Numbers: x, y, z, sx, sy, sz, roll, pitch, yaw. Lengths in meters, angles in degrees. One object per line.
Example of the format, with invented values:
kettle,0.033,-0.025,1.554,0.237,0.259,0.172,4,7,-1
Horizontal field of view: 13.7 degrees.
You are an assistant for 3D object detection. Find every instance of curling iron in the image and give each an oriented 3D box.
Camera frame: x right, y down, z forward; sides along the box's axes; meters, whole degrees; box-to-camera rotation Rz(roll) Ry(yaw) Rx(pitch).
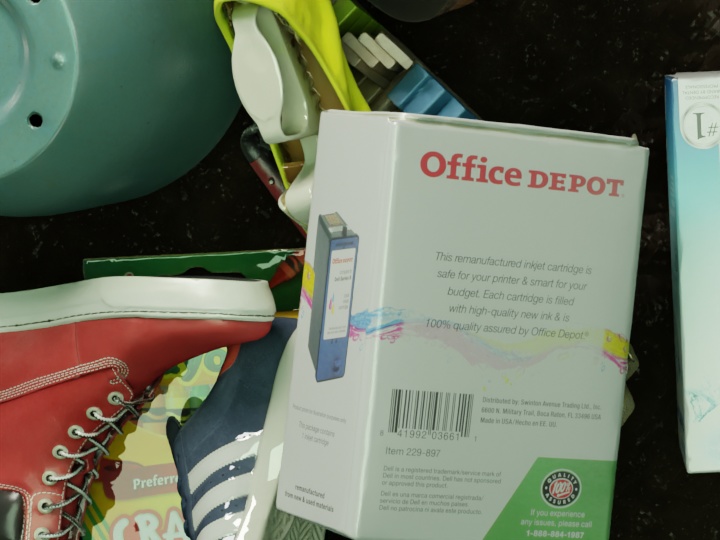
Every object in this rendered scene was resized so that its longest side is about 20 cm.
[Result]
curling iron,0.000,0.000,1.551,0.026,0.050,0.200,-38,100,-36

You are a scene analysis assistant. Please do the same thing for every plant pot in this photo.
plant pot,-0.168,-0.117,1.471,0.200,0.161,0.201,3,102,16

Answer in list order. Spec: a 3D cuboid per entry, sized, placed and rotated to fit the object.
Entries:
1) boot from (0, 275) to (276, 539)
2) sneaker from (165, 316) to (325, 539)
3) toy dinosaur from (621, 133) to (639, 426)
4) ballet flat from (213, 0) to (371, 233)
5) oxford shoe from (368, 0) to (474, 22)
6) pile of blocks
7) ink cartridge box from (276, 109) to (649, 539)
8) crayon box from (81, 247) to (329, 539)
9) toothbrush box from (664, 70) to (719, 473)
boot,-0.124,0.077,1.482,0.200,0.072,0.145,-10,81,31
sneaker,-0.065,0.118,1.490,0.084,0.075,0.200,10,76,32
toy dinosaur,0.099,0.033,1.523,0.200,0.058,0.101,-44,108,5
ballet flat,-0.024,-0.064,1.472,0.067,0.067,0.200,-11,113,28
oxford shoe,-0.011,-0.202,1.527,0.200,0.071,0.071,49,118,14
pile of blocks,0.012,-0.081,1.522,0.200,0.082,0.062,43,96,-1
ink cartridge box,0.050,0.028,1.439,0.145,0.087,0.200,5,94,-28
crayon box,-0.083,0.091,1.559,0.127,0.051,0.200,-4,94,5
toothbrush box,0.230,-0.003,1.513,0.146,0.085,0.200,-2,96,4
